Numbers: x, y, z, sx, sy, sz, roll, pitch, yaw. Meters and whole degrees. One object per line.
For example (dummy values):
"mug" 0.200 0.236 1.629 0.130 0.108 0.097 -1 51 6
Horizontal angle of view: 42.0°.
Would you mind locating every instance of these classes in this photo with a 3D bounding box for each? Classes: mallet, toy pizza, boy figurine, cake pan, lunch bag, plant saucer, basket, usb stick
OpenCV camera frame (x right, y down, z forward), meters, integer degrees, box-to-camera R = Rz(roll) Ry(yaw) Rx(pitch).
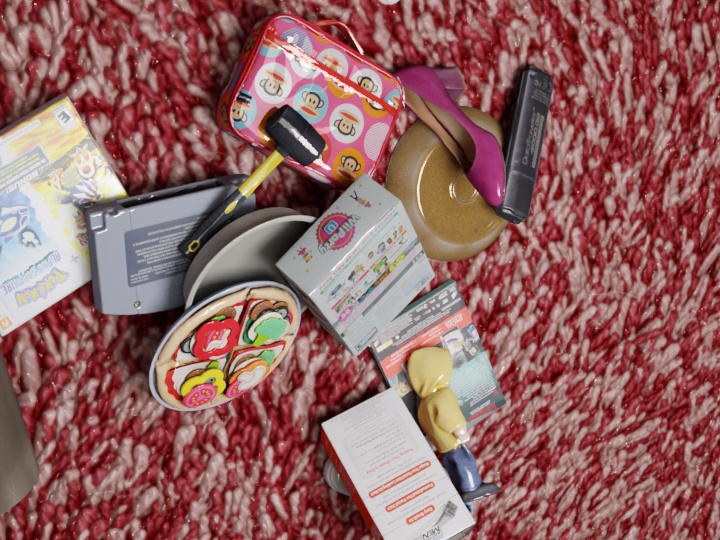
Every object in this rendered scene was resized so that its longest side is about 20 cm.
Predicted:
"mallet" -0.130 -0.097 1.020 0.199 0.041 0.066 -40 112 0
"toy pizza" -0.149 0.095 1.081 0.199 0.032 0.202 -27 145 -21
"boy figurine" 0.113 0.197 1.205 0.064 0.124 0.202 -15 76 -10
"cake pan" -0.119 0.006 1.074 0.199 0.037 0.201 -28 147 -20
"lunch bag" -0.052 -0.202 1.088 0.198 0.082 0.178 25 87 -25
"plant saucer" 0.128 -0.108 1.204 0.198 0.035 0.203 -5 104 -22
"basket" -0.432 0.157 0.982 0.178 0.136 0.202 -18 113 -1
"usb stick" 0.209 -0.161 1.198 0.055 0.032 0.203 19 78 -33

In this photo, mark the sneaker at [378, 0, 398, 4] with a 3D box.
"sneaker" -0.035 -0.371 1.071 0.084 0.073 0.200 -33 123 21

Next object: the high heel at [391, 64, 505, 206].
"high heel" 0.102 -0.159 1.124 0.095 0.068 0.202 -10 62 -24

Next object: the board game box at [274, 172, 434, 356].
"board game box" 0.000 0.000 1.102 0.148 0.064 0.200 -46 153 -8

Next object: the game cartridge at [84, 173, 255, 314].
"game cartridge" -0.207 -0.025 1.049 0.198 0.041 0.135 -17 126 -35

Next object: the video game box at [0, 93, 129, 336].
"video game box" -0.354 -0.059 1.011 0.199 0.047 0.184 -34 115 -12

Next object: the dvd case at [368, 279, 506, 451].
"dvd case" 0.103 0.133 1.256 0.145 0.022 0.202 -31 110 -13

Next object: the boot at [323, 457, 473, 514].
"boot" 0.055 0.284 1.228 0.198 0.095 0.075 12 97 -24

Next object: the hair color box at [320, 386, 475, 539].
"hair color box" 0.043 0.262 1.170 0.110 0.201 0.064 -24 152 -16
